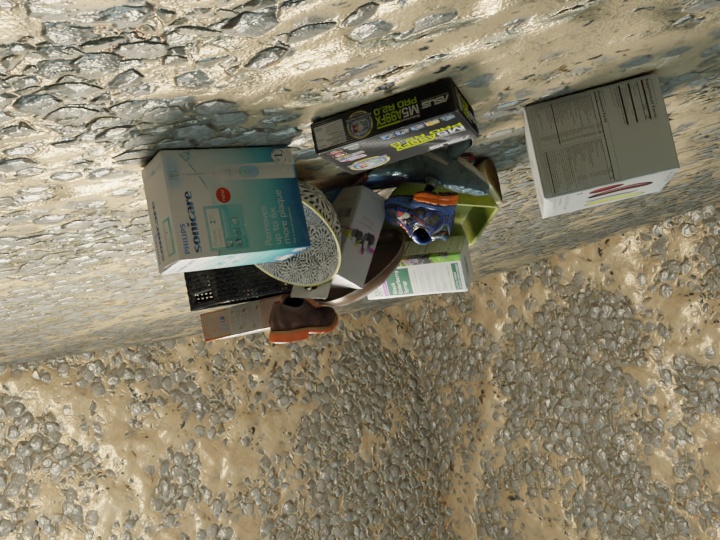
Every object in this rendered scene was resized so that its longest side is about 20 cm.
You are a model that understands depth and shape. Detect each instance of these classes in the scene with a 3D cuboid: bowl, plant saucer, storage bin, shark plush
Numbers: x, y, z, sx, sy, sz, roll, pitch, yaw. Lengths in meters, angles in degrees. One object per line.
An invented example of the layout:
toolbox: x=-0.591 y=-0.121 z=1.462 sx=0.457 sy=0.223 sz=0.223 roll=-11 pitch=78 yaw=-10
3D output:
bowl: x=-0.105 y=-0.081 z=1.405 sx=0.199 sy=0.201 sz=0.095 roll=-19 pitch=-148 yaw=41
plant saucer: x=0.000 y=0.000 z=1.549 sx=0.198 sy=0.032 sz=0.201 roll=-30 pitch=-159 yaw=13
storage bin: x=-0.202 y=0.006 z=1.555 sx=0.198 sy=0.095 sz=0.134 roll=-10 pitch=177 yaw=-43
plant saucer: x=0.132 y=-0.106 z=1.584 sx=0.196 sy=0.049 sz=0.200 roll=4 pitch=161 yaw=-6
shark plush: x=0.109 y=-0.159 z=1.372 sx=0.197 sy=0.084 sz=0.091 roll=7 pitch=144 yaw=-31

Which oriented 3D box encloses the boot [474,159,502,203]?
boot: x=0.185 y=-0.148 z=1.642 sx=0.153 sy=0.074 sz=0.200 roll=-13 pitch=175 yaw=11

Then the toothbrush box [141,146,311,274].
toothbrush box: x=-0.182 y=-0.084 z=1.185 sx=0.197 sy=0.149 sz=0.085 roll=-6 pitch=170 yaw=-33

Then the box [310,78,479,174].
box: x=0.050 y=-0.190 z=1.184 sx=0.197 sy=0.045 sz=0.160 roll=-15 pitch=172 yaw=15

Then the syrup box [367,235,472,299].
syrup box: x=0.105 y=-0.005 z=1.637 sx=0.196 sy=0.080 sz=0.082 roll=-6 pitch=-154 yaw=19

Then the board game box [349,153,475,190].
board game box: x=0.089 y=-0.168 z=1.512 sx=0.197 sy=0.020 sz=0.103 roll=-10 pitch=171 yaw=-22

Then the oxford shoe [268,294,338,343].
oxford shoe: x=-0.094 y=0.075 z=1.523 sx=0.070 sy=0.074 sz=0.199 roll=-3 pitch=-175 yaw=23

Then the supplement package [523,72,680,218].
supplement package: x=0.365 y=-0.185 z=1.356 sx=0.197 sy=0.150 sz=0.191 roll=-13 pitch=173 yaw=10

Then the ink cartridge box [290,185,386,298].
ink cartridge box: x=-0.036 y=-0.036 z=1.481 sx=0.067 sy=0.203 sz=0.114 roll=28 pitch=163 yaw=-34

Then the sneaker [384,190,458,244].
sneaker: x=0.089 y=-0.081 z=1.393 sx=0.074 sy=0.080 sz=0.200 roll=2 pitch=179 yaw=-19

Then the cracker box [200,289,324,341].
cracker box: x=-0.183 y=0.084 z=1.643 sx=0.197 sy=0.059 sz=0.133 roll=-14 pitch=176 yaw=30
